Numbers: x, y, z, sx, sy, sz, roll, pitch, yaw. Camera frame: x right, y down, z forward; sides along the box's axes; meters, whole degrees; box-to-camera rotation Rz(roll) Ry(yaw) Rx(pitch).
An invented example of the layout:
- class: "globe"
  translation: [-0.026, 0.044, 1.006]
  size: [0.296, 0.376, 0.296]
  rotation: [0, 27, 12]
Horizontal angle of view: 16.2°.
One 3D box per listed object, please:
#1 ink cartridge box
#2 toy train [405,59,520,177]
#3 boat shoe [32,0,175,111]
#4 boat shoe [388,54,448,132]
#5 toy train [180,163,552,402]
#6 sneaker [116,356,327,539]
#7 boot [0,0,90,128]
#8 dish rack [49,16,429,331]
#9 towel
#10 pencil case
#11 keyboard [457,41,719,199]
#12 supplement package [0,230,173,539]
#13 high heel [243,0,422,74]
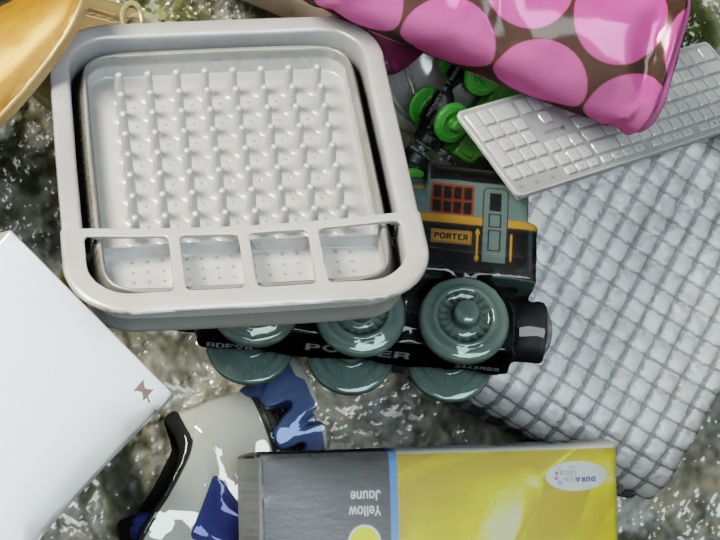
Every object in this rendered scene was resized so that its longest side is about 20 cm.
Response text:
- class: "ink cartridge box"
  translation: [0.038, 0.190, 1.291]
  size: [0.196, 0.047, 0.201]
  rotation: [-1, 85, -20]
- class: "toy train"
  translation: [0.026, -0.034, 1.360]
  size: [0.056, 0.042, 0.201]
  rotation: [29, 96, -36]
- class: "boat shoe"
  translation: [-0.091, -0.092, 1.330]
  size: [0.199, 0.063, 0.074]
  rotation: [23, 81, -16]
- class: "boat shoe"
  translation: [0.059, -0.174, 1.380]
  size: [0.072, 0.068, 0.201]
  rotation: [22, 82, -17]
- class: "toy train"
  translation: [0.000, 0.000, 1.289]
  size: [0.199, 0.085, 0.115]
  rotation: [5, 67, -2]
- class: "sneaker"
  translation: [-0.065, 0.154, 1.329]
  size: [0.114, 0.081, 0.201]
  rotation: [-13, 92, -9]
- class: "boot"
  translation: [-0.246, -0.112, 1.248]
  size: [0.201, 0.071, 0.144]
  rotation: [-41, 112, 10]
- class: "dish rack"
  translation: [-0.063, -0.043, 1.233]
  size: [0.170, 0.044, 0.201]
  rotation: [-4, 47, -8]
- class: "towel"
  translation: [0.128, 0.004, 1.391]
  size: [0.165, 0.086, 0.201]
  rotation: [30, 78, -11]
- class: "pencil case"
  translation: [0.070, -0.146, 1.283]
  size: [0.199, 0.091, 0.094]
  rotation: [23, 82, -10]
- class: "keyboard"
  translation: [0.135, -0.082, 1.335]
  size: [0.199, 0.011, 0.056]
  rotation: [-18, 70, -40]
- class: "supplement package"
  translation: [-0.185, 0.060, 1.221]
  size: [0.110, 0.200, 0.114]
  rotation: [46, 75, -12]
- class: "high heel"
  translation: [-0.043, -0.182, 1.338]
  size: [0.096, 0.067, 0.200]
  rotation: [-39, 82, -17]
